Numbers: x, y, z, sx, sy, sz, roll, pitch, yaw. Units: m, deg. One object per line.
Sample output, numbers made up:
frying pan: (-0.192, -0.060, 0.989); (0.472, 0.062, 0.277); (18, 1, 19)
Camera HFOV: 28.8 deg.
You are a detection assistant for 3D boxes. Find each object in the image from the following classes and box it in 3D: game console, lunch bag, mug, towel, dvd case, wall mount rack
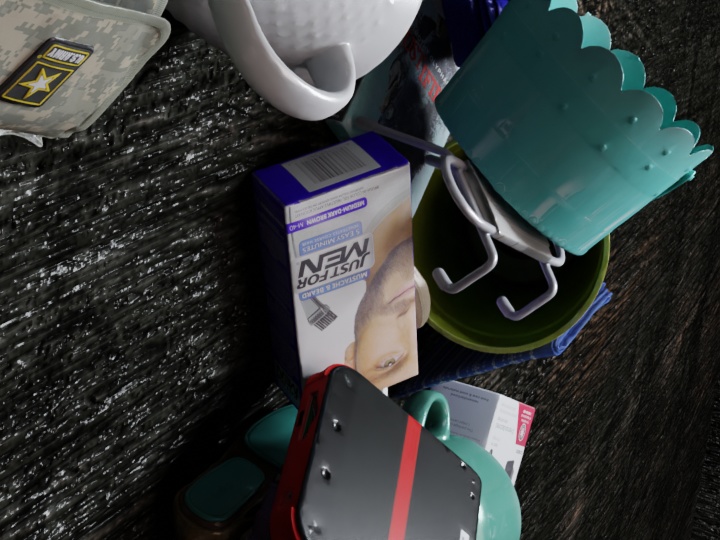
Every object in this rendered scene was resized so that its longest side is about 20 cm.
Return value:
game console: (0.017, 0.177, 1.029); (0.177, 0.031, 0.201); (42, 33, -20)
lunch bag: (-0.164, -0.158, 0.667); (0.164, 0.116, 0.203); (-2, 110, -65)
mug: (0.056, 0.229, 1.340); (0.152, 0.186, 0.114); (-42, 165, 25)
towel: (0.141, 0.071, 1.381); (0.145, 0.198, 0.024); (-40, 106, -50)
towel: (0.109, -0.285, 1.216); (0.147, 0.049, 0.203); (-32, 115, -57)
dvd case: (0.046, -0.167, 1.204); (0.146, 0.022, 0.202); (51, 56, -48)
mug: (-0.055, -0.180, 0.816); (0.175, 0.146, 0.203); (20, 50, -57)
wall mount rack: (0.082, -0.054, 1.121); (0.199, 0.074, 0.175); (22, 41, -56)

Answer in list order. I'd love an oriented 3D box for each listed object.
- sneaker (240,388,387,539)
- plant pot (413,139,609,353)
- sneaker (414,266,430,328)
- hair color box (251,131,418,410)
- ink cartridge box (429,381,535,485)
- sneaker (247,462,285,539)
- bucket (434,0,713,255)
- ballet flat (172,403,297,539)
sneaker: (-0.031, 0.181, 1.200); (0.202, 0.072, 0.114); (-59, 153, -11)
plant pot: (0.148, -0.037, 1.354); (0.193, 0.198, 0.203); (-26, 127, -74)
sneaker: (0.000, 0.000, 1.193); (0.076, 0.070, 0.201); (-47, 141, -19)
hair color box: (-0.017, 0.006, 1.087); (0.108, 0.065, 0.202); (-21, 129, -22)
ink cartridge box: (0.109, 0.229, 1.513); (0.145, 0.082, 0.203); (27, 78, -66)
sneaker: (-0.015, 0.197, 1.090); (0.200, 0.075, 0.089); (33, 73, -63)
bucket: (0.165, -0.122, 1.119); (0.135, 0.208, 0.207); (-44, 163, 17)
ballet flat: (-0.083, 0.169, 1.093); (0.200, 0.067, 0.073); (-37, 156, -55)
